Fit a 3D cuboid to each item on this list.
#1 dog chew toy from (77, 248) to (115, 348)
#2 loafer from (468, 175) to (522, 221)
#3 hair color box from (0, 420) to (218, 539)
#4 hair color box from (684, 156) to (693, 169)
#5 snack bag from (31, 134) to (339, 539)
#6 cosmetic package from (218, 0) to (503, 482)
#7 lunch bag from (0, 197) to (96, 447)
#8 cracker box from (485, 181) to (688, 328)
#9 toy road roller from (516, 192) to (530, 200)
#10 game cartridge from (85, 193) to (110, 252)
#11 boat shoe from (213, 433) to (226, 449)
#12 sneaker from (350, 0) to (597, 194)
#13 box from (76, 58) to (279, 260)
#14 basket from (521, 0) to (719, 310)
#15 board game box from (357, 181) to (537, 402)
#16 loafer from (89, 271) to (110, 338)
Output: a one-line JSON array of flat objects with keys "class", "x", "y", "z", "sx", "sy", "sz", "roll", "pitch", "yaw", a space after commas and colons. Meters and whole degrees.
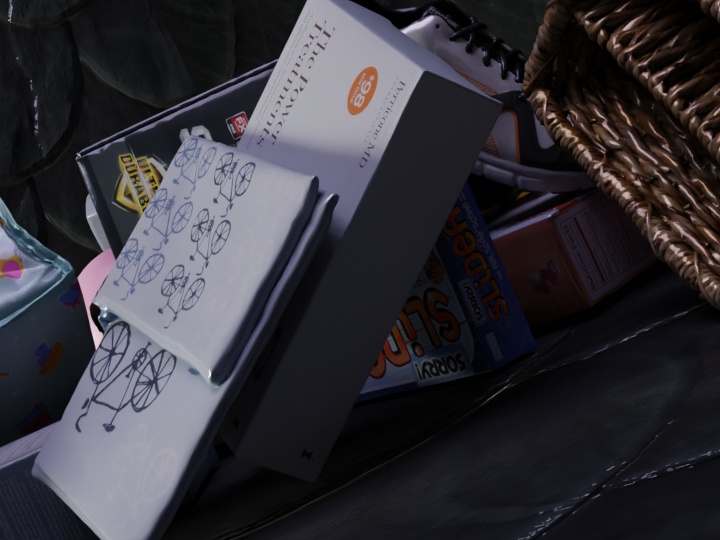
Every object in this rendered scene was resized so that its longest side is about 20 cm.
[{"class": "dog chew toy", "x": -0.105, "y": 0.026, "z": 1.568, "sx": 0.199, "sy": 0.125, "sz": 0.125, "roll": -17, "pitch": 6, "yaw": 4}, {"class": "loafer", "x": 0.075, "y": -0.061, "z": 1.259, "sx": 0.072, "sy": 0.073, "sz": 0.200, "roll": 3, "pitch": 26, "yaw": 37}, {"class": "hair color box", "x": -0.183, "y": 0.126, "z": 1.186, "sx": 0.199, "sy": 0.061, "sz": 0.099, "roll": -24, "pitch": 5, "yaw": 7}, {"class": "hair color box", "x": 0.217, "y": -0.093, "z": 1.162, "sx": 0.111, "sy": 0.064, "sz": 0.200, "roll": -12, "pitch": 19, "yaw": 5}, {"class": "snack bag", "x": -0.094, "y": 0.034, "z": 1.050, "sx": 0.200, "sy": 0.021, "sz": 0.188, "roll": -62, "pitch": 25, "yaw": -1}, {"class": "cosmetic package", "x": -0.022, "y": -0.021, "z": 1.062, "sx": 0.200, "sy": 0.052, "sz": 0.151, "roll": -64, "pitch": 30, "yaw": 10}, {"class": "lunch bag", "x": -0.257, "y": 0.078, "z": 1.303, "sx": 0.200, "sy": 0.122, "sz": 0.171, "roll": -37, "pitch": -33, "yaw": -25}, {"class": "cracker box", "x": 0.118, "y": -0.018, "z": 1.242, "sx": 0.134, "sy": 0.058, "sz": 0.200, "roll": -22, "pitch": 5, "yaw": 42}, {"class": "toy road roller", "x": 0.021, "y": -0.053, "z": 1.349, "sx": 0.123, "sy": 0.147, "sz": 0.200, "roll": -1, "pitch": 7, "yaw": 33}, {"class": "game cartridge", "x": -0.107, "y": -0.013, "z": 1.634, "sx": 0.133, "sy": 0.200, "sz": 0.042, "roll": -19, "pitch": 47, "yaw": 25}, {"class": "boat shoe", "x": -0.104, "y": 0.073, "z": 1.267, "sx": 0.062, "sy": 0.071, "sz": 0.200, "roll": -10, "pitch": -12, "yaw": -39}, {"class": "sneaker", "x": 0.060, "y": -0.097, "z": 1.171, "sx": 0.199, "sy": 0.080, "sz": 0.074, "roll": 14, "pitch": 25, "yaw": 9}, {"class": "box", "x": -0.086, "y": -0.022, "z": 1.490, "sx": 0.159, "sy": 0.200, "sz": 0.046, "roll": -24, "pitch": -22, "yaw": 2}, {"class": "basket", "x": 0.168, "y": -0.106, "z": 0.990, "sx": 0.149, "sy": 0.143, "sz": 0.200, "roll": -25, "pitch": 45, "yaw": -9}, {"class": "board game box", "x": 0.000, "y": 0.000, "z": 1.180, "sx": 0.034, "sy": 0.136, "sz": 0.200, "roll": -26, "pitch": 4, "yaw": -34}, {"class": "loafer", "x": -0.092, "y": 0.025, "z": 1.353, "sx": 0.071, "sy": 0.073, "sz": 0.200, "roll": -21, "pitch": -26, "yaw": 30}]
